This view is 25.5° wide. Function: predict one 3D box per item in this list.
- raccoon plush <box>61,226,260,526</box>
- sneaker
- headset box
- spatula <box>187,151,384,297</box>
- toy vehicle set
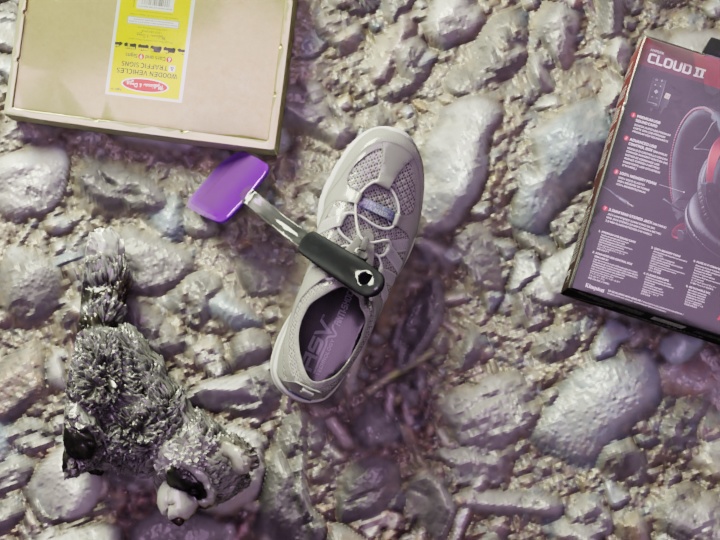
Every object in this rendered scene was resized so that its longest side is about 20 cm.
[{"bbox_3d":[-0.132,0.072,1.092,0.132,0.097,0.203,4,86,-5],"label":"raccoon plush"},{"bbox_3d":[0.000,0.000,1.086,0.074,0.082,0.202,18,90,-11],"label":"sneaker"},{"bbox_3d":[0.237,-0.059,1.089,0.147,0.075,0.202,17,87,3],"label":"headset box"},{"bbox_3d":[-0.049,-0.030,1.071,0.199,0.021,0.057,34,80,39],"label":"spatula"},{"bbox_3d":[-0.149,-0.158,1.138,0.198,0.027,0.126,8,86,3],"label":"toy vehicle set"}]
